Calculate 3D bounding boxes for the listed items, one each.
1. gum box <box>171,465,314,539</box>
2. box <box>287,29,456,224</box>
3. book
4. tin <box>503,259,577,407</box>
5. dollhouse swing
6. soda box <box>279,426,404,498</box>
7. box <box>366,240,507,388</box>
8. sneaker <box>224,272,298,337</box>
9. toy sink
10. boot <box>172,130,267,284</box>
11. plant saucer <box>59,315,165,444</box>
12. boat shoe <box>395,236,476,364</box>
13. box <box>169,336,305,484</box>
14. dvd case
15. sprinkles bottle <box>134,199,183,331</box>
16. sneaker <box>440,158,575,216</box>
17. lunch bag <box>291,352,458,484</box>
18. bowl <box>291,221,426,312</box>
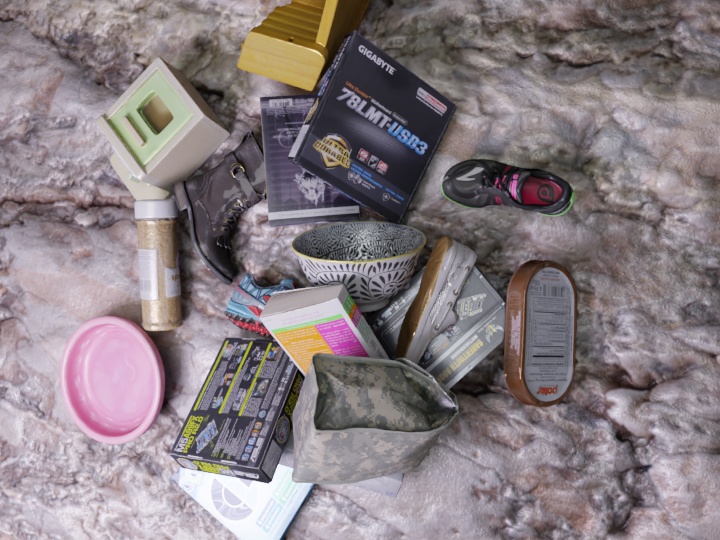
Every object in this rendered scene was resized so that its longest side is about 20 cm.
[{"bbox_3d":[-0.173,0.314,0.973,0.197,0.044,0.173,34,93,12],"label":"gum box"},{"bbox_3d":[0.019,-0.204,0.914,0.197,0.050,0.203,28,92,-25],"label":"box"},{"bbox_3d":[-0.033,0.112,0.864,0.130,0.049,0.203,-9,126,32],"label":"book"},{"bbox_3d":[0.255,0.088,0.873,0.108,0.042,0.208,4,87,-24],"label":"tin"},{"bbox_3d":[-0.073,-0.400,0.889,0.177,0.178,0.203,19,53,12],"label":"dollhouse swing"},{"bbox_3d":[-0.029,0.265,0.909,0.194,0.064,0.070,16,51,3],"label":"soda box"},{"bbox_3d":[0.118,0.082,0.926,0.199,0.048,0.159,-42,80,6],"label":"box"},{"bbox_3d":[-0.107,0.058,0.958,0.194,0.080,0.098,17,71,0],"label":"sneaker"},{"bbox_3d":[-0.336,-0.213,1.006,0.199,0.112,0.131,-42,79,7],"label":"toy sink"},{"bbox_3d":[-0.196,-0.102,0.996,0.170,0.069,0.205,-26,88,1],"label":"boot"},{"bbox_3d":[-0.398,0.176,1.016,0.194,0.051,0.208,1,92,17],"label":"plant saucer"},{"bbox_3d":[0.108,0.059,0.869,0.067,0.071,0.205,19,104,-13],"label":"boat shoe"},{"bbox_3d":[-0.167,0.195,0.907,0.155,0.045,0.204,-2,48,26],"label":"box"},{"bbox_3d":[-0.080,-0.176,0.981,0.143,0.016,0.208,-5,84,-6],"label":"dvd case"},{"bbox_3d":[-0.324,-0.010,0.998,0.066,0.068,0.208,0,96,11],"label":"sprinkles bottle"},{"bbox_3d":[0.214,-0.127,0.902,0.193,0.084,0.080,6,87,12],"label":"sneaker"},{"bbox_3d":[0.016,0.198,0.810,0.193,0.166,0.120,6,50,-13],"label":"lunch bag"},{"bbox_3d":[0.000,0.000,0.903,0.194,0.201,0.097,1,110,11],"label":"bowl"}]
